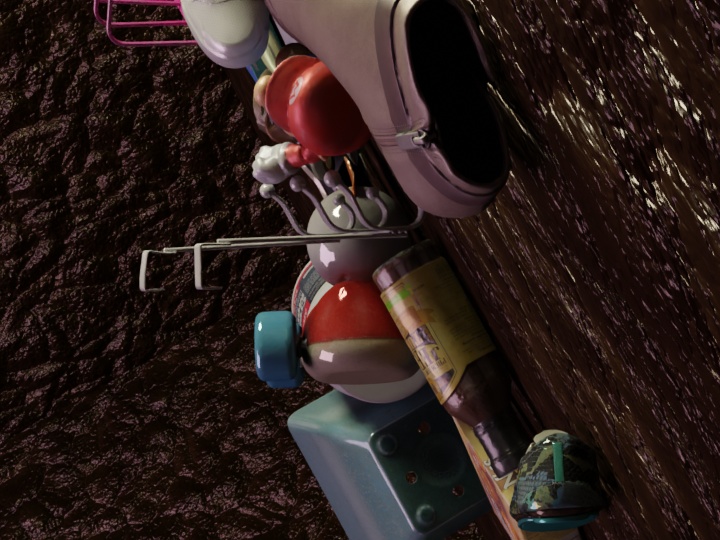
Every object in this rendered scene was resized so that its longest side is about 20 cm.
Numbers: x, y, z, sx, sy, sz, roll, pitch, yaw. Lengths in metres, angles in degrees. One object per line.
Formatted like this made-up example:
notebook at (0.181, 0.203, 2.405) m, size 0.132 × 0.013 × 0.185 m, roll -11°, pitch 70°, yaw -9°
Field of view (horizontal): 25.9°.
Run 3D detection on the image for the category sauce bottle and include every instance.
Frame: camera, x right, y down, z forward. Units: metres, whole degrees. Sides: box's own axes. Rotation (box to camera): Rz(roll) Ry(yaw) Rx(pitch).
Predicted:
sauce bottle at (0.082, 0.074, 1.286) m, size 0.201 × 0.064 × 0.065 m, roll 60°, pitch 177°, yaw 10°

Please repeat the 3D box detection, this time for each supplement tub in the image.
supplement tub at (0.007, 0.052, 1.613) m, size 0.141 × 0.140 × 0.200 m, roll 62°, pitch 177°, yaw -13°

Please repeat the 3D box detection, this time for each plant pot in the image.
plant pot at (0.062, 0.197, 1.658) m, size 0.197 × 0.196 × 0.200 m, roll 61°, pitch 169°, yaw -2°

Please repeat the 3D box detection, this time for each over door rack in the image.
over door rack at (-0.067, -0.037, 1.244) m, size 0.148 × 0.199 × 0.067 m, roll -4°, pitch 101°, yaw 65°

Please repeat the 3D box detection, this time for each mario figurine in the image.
mario figurine at (-0.055, -0.138, 1.216) m, size 0.124 × 0.106 × 0.200 m, roll 64°, pitch 176°, yaw -10°

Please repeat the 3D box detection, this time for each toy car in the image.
toy car at (0.000, 0.000, 1.415) m, size 0.177 × 0.183 × 0.202 m, roll 76°, pitch -168°, yaw -82°

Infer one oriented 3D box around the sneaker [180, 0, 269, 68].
sneaker at (-0.126, -0.272, 1.272) m, size 0.116 × 0.073 × 0.201 m, roll 71°, pitch -176°, yaw -70°

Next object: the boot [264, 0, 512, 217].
boot at (0.013, -0.119, 0.751) m, size 0.201 × 0.070 × 0.146 m, roll 61°, pitch 171°, yaw -11°

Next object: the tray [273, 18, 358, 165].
tray at (-0.048, -0.196, 1.396) m, size 0.201 × 0.022 × 0.107 m, roll 64°, pitch 175°, yaw -36°

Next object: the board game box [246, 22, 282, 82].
board game box at (-0.146, -0.307, 1.794) m, size 0.200 × 0.045 × 0.153 m, roll 58°, pitch 175°, yaw 48°

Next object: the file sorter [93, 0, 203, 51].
file sorter at (-0.236, -0.345, 1.698) m, size 0.200 × 0.125 × 0.140 m, roll -121°, pitch 34°, yaw -47°

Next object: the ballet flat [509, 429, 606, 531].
ballet flat at (0.140, 0.149, 1.115) m, size 0.075 × 0.074 × 0.200 m, roll 60°, pitch 175°, yaw 11°

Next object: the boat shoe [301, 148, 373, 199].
boat shoe at (-0.012, -0.101, 1.513) m, size 0.063 × 0.072 × 0.201 m, roll -30°, pitch 81°, yaw 44°

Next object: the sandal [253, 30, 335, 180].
sandal at (-0.076, -0.157, 1.463) m, size 0.202 × 0.057 × 0.080 m, roll 60°, pitch 177°, yaw 31°

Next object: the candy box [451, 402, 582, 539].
candy box at (0.149, 0.205, 1.423) m, size 0.116 × 0.055 × 0.200 m, roll 59°, pitch 177°, yaw 39°
